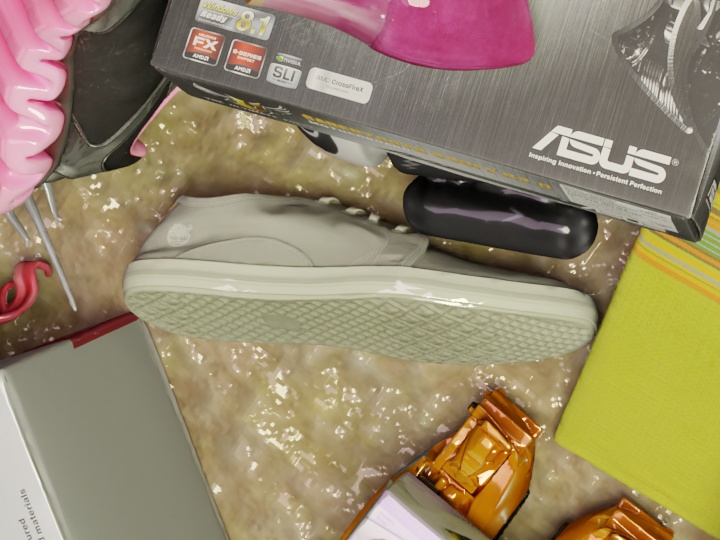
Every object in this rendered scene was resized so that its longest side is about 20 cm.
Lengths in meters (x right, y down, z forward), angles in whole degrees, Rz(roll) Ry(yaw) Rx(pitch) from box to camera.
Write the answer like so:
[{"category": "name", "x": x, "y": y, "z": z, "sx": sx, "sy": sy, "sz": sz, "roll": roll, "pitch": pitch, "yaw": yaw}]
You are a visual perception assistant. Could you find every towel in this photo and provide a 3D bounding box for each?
[{"category": "towel", "x": 0.135, "y": 0.025, "z": 0.856, "sx": 0.086, "sy": 0.018, "sz": 0.201, "roll": 31, "pitch": 141, "yaw": 13}]

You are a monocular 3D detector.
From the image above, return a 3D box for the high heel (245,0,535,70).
[{"category": "high heel", "x": 0.024, "y": -0.165, "z": 0.743, "sx": 0.095, "sy": 0.067, "sz": 0.202, "roll": 13, "pitch": 68, "yaw": -14}]

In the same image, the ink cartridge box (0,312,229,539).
[{"category": "ink cartridge box", "x": -0.178, "y": 0.126, "z": 0.950, "sx": 0.199, "sy": 0.145, "sz": 0.146, "roll": -20, "pitch": 93, "yaw": 19}]

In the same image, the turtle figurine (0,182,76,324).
[{"category": "turtle figurine", "x": -0.213, "y": -0.022, "z": 0.958, "sx": 0.149, "sy": 0.101, "sz": 0.200, "roll": -35, "pitch": 73, "yaw": -16}]

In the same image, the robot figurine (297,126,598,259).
[{"category": "robot figurine", "x": 0.061, "y": -0.093, "z": 0.856, "sx": 0.198, "sy": 0.125, "sz": 0.152, "roll": 7, "pitch": 77, "yaw": 14}]

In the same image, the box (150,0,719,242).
[{"category": "box", "x": 0.045, "y": -0.114, "z": 0.776, "sx": 0.199, "sy": 0.048, "sz": 0.160, "roll": 18, "pitch": 86, "yaw": 15}]

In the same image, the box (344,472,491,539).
[{"category": "box", "x": 0.078, "y": 0.158, "z": 0.876, "sx": 0.200, "sy": 0.039, "sz": 0.042, "roll": 40, "pitch": 105, "yaw": 7}]

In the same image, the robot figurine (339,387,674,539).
[{"category": "robot figurine", "x": 0.031, "y": 0.156, "z": 0.940, "sx": 0.145, "sy": 0.058, "sz": 0.201, "roll": 38, "pitch": 106, "yaw": 8}]

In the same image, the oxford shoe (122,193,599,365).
[{"category": "oxford shoe", "x": 0.000, "y": 0.000, "z": 0.924, "sx": 0.198, "sy": 0.075, "sz": 0.058, "roll": 6, "pitch": 64, "yaw": 13}]

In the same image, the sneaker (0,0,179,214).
[{"category": "sneaker", "x": -0.091, "y": -0.101, "z": 0.853, "sx": 0.200, "sy": 0.095, "sz": 0.079, "roll": -55, "pitch": 50, "yaw": 45}]
